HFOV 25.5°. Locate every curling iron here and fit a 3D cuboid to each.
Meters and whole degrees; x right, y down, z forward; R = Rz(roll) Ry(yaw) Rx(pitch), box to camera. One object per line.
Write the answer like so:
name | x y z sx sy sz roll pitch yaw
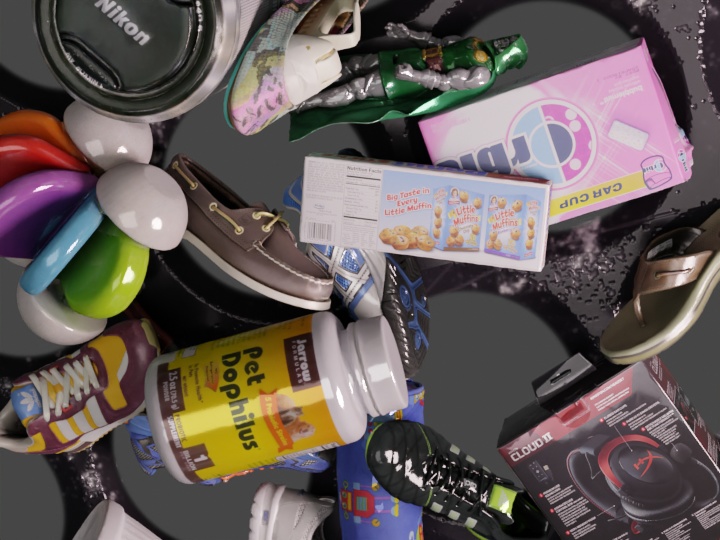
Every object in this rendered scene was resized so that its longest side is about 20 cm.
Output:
curling iron | -0.172 0.064 1.381 0.025 0.050 0.200 -28 75 -22

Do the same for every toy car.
toy car | -0.252 -0.050 1.309 0.175 0.150 0.200 -45 55 23

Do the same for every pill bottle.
pill bottle | -0.066 0.099 1.290 0.199 0.109 0.110 -16 102 7

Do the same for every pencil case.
pencil case | 0.022 0.188 1.388 0.078 0.087 0.201 7 107 36

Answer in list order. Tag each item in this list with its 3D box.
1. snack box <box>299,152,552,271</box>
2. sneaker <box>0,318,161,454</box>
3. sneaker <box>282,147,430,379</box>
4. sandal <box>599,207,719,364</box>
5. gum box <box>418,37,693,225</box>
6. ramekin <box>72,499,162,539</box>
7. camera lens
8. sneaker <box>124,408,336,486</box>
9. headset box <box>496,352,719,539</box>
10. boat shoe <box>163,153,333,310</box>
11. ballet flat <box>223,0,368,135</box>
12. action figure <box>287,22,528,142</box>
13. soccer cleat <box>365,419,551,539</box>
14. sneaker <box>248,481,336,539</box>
snack box | 0.051 -0.048 1.274 0.199 0.024 0.072 8 104 11
sneaker | -0.249 0.107 1.376 0.200 0.090 0.075 -43 60 38
sneaker | 0.000 0.000 1.348 0.077 0.076 0.201 -20 91 22
sandal | 0.260 -0.009 1.286 0.057 0.080 0.201 36 100 -20
gum box | 0.161 -0.104 1.285 0.199 0.066 0.114 -18 100 15
ramekin | -0.233 0.313 1.416 0.094 0.203 0.203 29 109 -12
camera lens | -0.154 -0.208 1.246 0.159 0.200 0.161 3 106 10
sneaker | -0.115 0.154 1.416 0.199 0.075 0.079 8 116 17
headset box | 0.221 0.163 1.344 0.148 0.075 0.200 -35 97 17
boat shoe | -0.097 -0.032 1.327 0.200 0.072 0.060 32 104 31
ballet flat | -0.040 -0.177 1.239 0.071 0.200 0.069 8 133 19
action figure | 0.037 -0.161 1.282 0.199 0.118 0.055 -10 130 3
soccer cleat | 0.085 0.179 1.331 0.081 0.200 0.068 3 65 47
sneaker | -0.056 0.292 1.432 0.082 0.075 0.201 2 105 12
